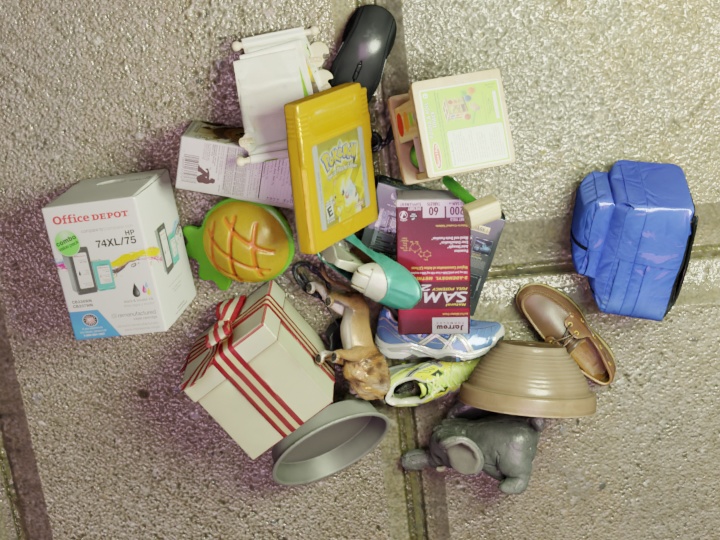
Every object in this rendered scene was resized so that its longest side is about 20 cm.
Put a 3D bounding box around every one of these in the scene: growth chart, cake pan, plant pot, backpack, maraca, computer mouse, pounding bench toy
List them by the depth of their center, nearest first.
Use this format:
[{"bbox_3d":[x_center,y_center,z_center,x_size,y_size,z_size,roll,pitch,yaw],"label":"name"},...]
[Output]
[{"bbox_3d":[0.126,-0.156,1.563,0.123,0.156,0.202,-11,92,-12],"label":"pounding bench toy"},{"bbox_3d":[-0.107,-0.243,1.572,0.143,0.018,0.202,-4,75,-7],"label":"growth chart"},{"bbox_3d":[0.017,-0.262,1.610,0.139,0.046,0.201,26,108,-7],"label":"computer mouse"},{"bbox_3d":[0.382,-0.039,1.625,0.166,0.163,0.202,6,123,9],"label":"backpack"},{"bbox_3d":[0.245,0.153,1.661,0.198,0.201,0.094,3,93,0],"label":"plant pot"},{"bbox_3d":[-0.180,-0.038,1.669,0.199,0.107,0.138,-20,106,36],"label":"maraca"},{"bbox_3d":[-0.047,0.072,1.738,0.058,0.034,0.201,-33,100,-20],"label":"computer mouse"},{"bbox_3d":[-0.050,0.261,1.742,0.199,0.200,0.037,-36,61,13],"label":"cake pan"}]

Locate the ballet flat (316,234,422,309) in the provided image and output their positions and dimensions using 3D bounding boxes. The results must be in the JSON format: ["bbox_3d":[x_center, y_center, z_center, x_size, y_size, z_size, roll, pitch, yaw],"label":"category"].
[{"bbox_3d":[0.000,0.000,1.617,0.070,0.200,0.068,-8,125,-43],"label":"ballet flat"}]

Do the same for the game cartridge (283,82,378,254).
[{"bbox_3d":[-0.036,-0.143,1.548,0.032,0.176,0.202,7,112,30],"label":"game cartridge"}]

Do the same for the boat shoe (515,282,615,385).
[{"bbox_3d":[0.315,0.097,1.717,0.072,0.068,0.200,-43,103,15],"label":"boat shoe"}]

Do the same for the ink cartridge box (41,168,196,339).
[{"bbox_3d":[-0.344,-0.025,1.643,0.145,0.146,0.202,-6,109,13],"label":"ink cartridge box"}]

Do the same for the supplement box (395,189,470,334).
[{"bbox_3d":[0.104,-0.012,1.633,0.107,0.061,0.202,-1,108,3],"label":"supplement box"}]

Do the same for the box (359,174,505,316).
[{"bbox_3d":[0.098,-0.037,1.685,0.198,0.051,0.159,15,109,-3],"label":"box"}]

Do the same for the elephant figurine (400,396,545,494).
[{"bbox_3d":[0.168,0.265,1.749,0.198,0.141,0.157,15,92,6],"label":"elephant figurine"}]

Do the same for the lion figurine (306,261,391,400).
[{"bbox_3d":[-0.010,0.091,1.693,0.122,0.072,0.202,8,73,-40],"label":"lion figurine"}]

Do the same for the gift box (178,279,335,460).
[{"bbox_3d":[-0.165,0.149,1.689,0.199,0.185,0.187,-37,107,9],"label":"gift box"}]

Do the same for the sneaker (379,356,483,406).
[{"bbox_3d":[0.121,0.169,1.743,0.198,0.076,0.076,-21,106,6],"label":"sneaker"}]

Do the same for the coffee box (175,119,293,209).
[{"bbox_3d":[-0.153,-0.151,1.620,0.198,0.113,0.081,9,109,-3],"label":"coffee box"}]

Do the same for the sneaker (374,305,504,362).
[{"bbox_3d":[0.118,0.090,1.715,0.198,0.076,0.078,-2,112,2],"label":"sneaker"}]
